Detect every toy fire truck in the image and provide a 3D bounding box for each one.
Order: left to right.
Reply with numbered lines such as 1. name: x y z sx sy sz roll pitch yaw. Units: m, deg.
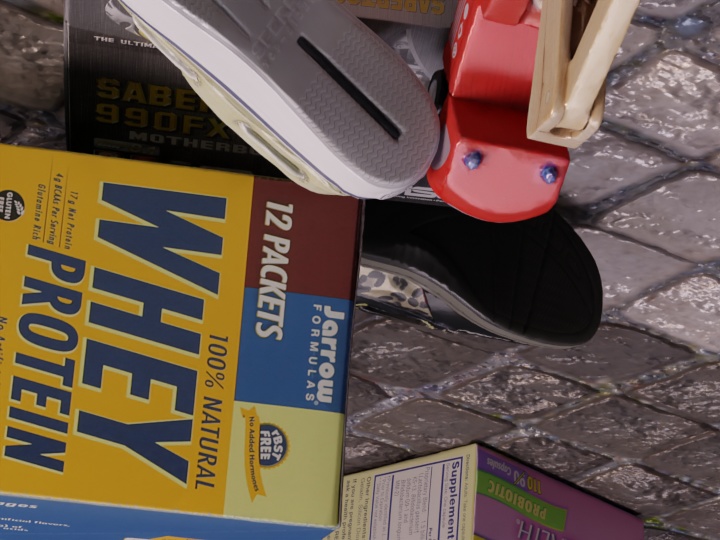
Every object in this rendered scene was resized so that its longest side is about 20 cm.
1. toy fire truck: 0.071 -0.090 0.804 0.049 0.141 0.201 10 120 -11

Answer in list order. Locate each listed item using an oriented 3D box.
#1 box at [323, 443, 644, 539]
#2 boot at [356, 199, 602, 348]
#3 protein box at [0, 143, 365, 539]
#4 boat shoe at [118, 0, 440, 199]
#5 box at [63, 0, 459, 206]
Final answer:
1. box: 0.055 0.200 1.546 0.200 0.097 0.176 -17 149 41
2. boot: -0.001 -0.002 1.133 0.203 0.074 0.154 20 156 -27
3. protein box: -0.115 0.044 0.964 0.198 0.136 0.200 7 165 -9
4. boat shoe: -0.056 -0.097 0.846 0.200 0.072 0.062 49 148 -15
5. box: -0.020 -0.087 0.964 0.199 0.049 0.158 6 157 -5
